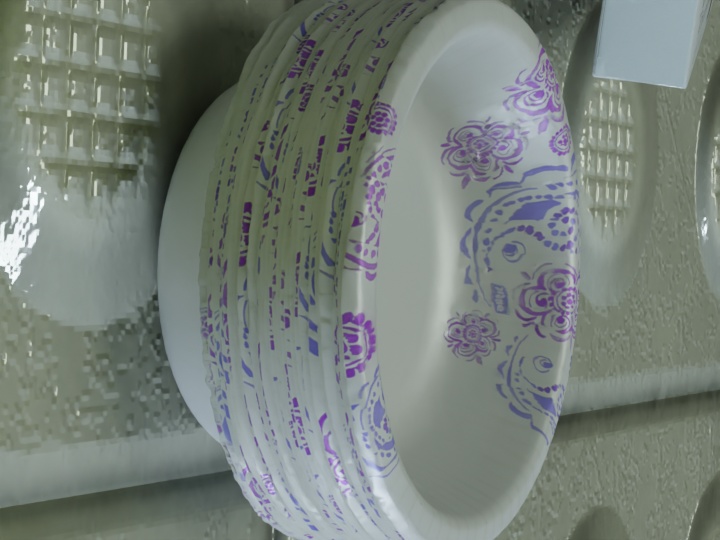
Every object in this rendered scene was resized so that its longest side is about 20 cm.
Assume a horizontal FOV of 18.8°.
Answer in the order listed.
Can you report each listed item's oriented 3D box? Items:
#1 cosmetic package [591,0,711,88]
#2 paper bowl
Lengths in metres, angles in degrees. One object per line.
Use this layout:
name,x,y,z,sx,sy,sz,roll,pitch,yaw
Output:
cosmetic package,0.161,-0.193,1.092,0.200,0.051,0.152,-59,155,-64
paper bowl,0.000,0.000,0.793,0.200,0.104,0.202,3,90,-65
